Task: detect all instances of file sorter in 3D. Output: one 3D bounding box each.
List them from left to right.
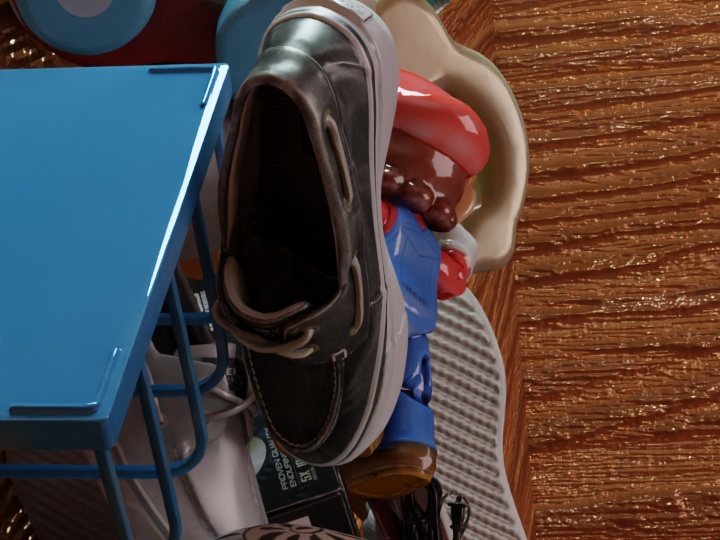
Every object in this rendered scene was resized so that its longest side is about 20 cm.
[{"bbox_3d":[-0.124,0.030,0.636,0.201,0.137,0.124,-79,166,-51],"label":"file sorter"}]

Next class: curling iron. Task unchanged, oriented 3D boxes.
[{"bbox_3d":[-0.001,0.066,0.921,0.202,0.049,0.026,62,7,7],"label":"curling iron"}]

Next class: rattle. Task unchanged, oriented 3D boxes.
[{"bbox_3d":[0.013,-0.094,0.930,0.143,0.129,0.203,-158,-124,-78],"label":"rattle"}]

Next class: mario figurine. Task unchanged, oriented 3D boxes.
[{"bbox_3d":[0.000,0.000,0.806,0.124,0.105,0.202,84,15,-62],"label":"mario figurine"}]

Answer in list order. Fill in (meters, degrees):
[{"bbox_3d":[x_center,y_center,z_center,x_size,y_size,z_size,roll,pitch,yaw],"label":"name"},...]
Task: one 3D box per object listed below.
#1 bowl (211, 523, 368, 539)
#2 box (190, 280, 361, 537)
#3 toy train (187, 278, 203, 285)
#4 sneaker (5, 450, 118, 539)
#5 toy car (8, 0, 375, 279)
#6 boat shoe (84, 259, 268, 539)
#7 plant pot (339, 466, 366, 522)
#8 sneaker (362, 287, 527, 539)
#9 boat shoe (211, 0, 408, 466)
[{"bbox_3d":[-0.062,0.165,0.658,0.201,0.094,0.201,-53,166,-19],"label":"bowl"},{"bbox_3d":[-0.051,0.127,0.973,0.201,0.085,0.165,75,-3,-49],"label":"box"},{"bbox_3d":[-0.099,-0.073,1.015,0.046,0.034,0.203,-144,-131,-81],"label":"toy train"},{"bbox_3d":[-0.108,0.129,0.838,0.082,0.073,0.202,-65,150,-58],"label":"sneaker"},{"bbox_3d":[-0.101,-0.080,0.833,0.185,0.175,0.202,-100,-150,-65],"label":"toy car"},{"bbox_3d":[-0.080,0.052,0.764,0.072,0.068,0.202,11,48,-58],"label":"boat shoe"},{"bbox_3d":[-0.027,0.072,1.101,0.201,0.027,0.200,57,-12,19],"label":"plant pot"},{"bbox_3d":[0.034,0.105,0.990,0.104,0.075,0.203,-3,-79,59],"label":"sneaker"},{"bbox_3d":[-0.027,-0.002,0.648,0.071,0.071,0.202,-46,143,-47],"label":"boat shoe"}]
